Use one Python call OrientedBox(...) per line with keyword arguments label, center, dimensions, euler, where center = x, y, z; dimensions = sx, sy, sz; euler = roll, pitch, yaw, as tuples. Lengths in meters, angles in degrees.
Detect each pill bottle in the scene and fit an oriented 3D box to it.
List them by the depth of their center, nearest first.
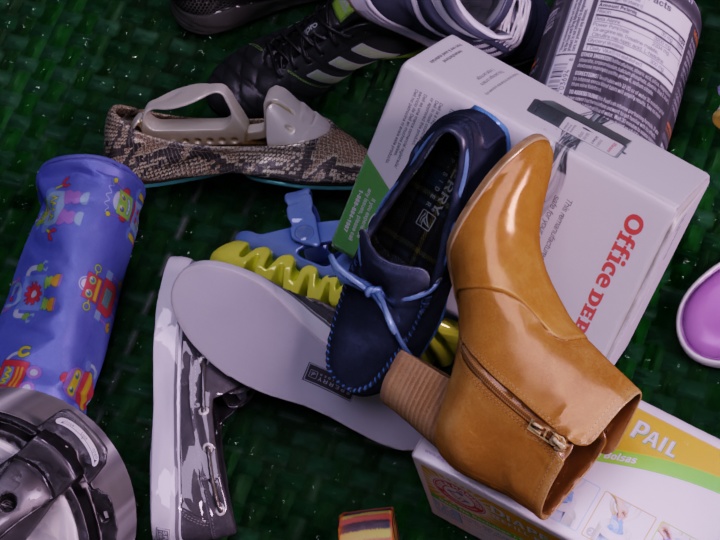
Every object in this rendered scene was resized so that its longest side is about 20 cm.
OrientedBox(label="pill bottle", center=(0.173, -0.139, 1.474), dimensions=(0.106, 0.106, 0.200), euler=(14, 66, 15))

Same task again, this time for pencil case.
OrientedBox(label="pencil case", center=(-0.208, 0.019, 1.468), dimensions=(0.087, 0.078, 0.200), euler=(-5, 61, 34))

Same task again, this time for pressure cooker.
OrientedBox(label="pressure cooker", center=(-0.231, 0.162, 1.305), dimensions=(0.178, 0.200, 0.176), euler=(3, 94, 3))

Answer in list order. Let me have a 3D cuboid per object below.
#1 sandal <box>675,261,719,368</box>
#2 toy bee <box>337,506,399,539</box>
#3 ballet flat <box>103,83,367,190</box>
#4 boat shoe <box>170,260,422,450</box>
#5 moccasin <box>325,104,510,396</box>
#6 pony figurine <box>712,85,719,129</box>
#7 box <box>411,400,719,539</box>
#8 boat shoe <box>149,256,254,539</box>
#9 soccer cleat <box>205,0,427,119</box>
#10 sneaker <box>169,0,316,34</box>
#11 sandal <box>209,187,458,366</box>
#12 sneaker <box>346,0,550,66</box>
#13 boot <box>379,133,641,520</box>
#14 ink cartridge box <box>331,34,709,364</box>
OrientedBox(label="sandal", center=(0.304, 0.003, 1.415), dimensions=(0.202, 0.050, 0.083), euler=(-19, 62, -1))
OrientedBox(label="toy bee", center=(0.017, 0.228, 1.313), dimensions=(0.131, 0.109, 0.200), euler=(-26, 63, -7))
OrientedBox(label="ballet flat", center=(-0.086, -0.095, 1.503), dimensions=(0.200, 0.075, 0.068), euler=(1, 26, 10))
OrientedBox(label="boat shoe", center=(-0.032, 0.053, 1.410), dimensions=(0.200, 0.057, 0.069), euler=(30, 110, 0))
OrientedBox(label="moccasin", center=(0.021, -0.013, 1.318), dimensions=(0.080, 0.068, 0.200), euler=(27, 108, 21))
OrientedBox(label="pony figurine", center=(0.321, -0.163, 1.457), dimensions=(0.193, 0.167, 0.200), euler=(36, 67, -11))
OrientedBox(label="box", center=(0.145, 0.137, 1.336), dimensions=(0.200, 0.113, 0.101), euler=(27, 71, 21))
OrientedBox(label="boat shoe", center=(-0.103, 0.085, 1.425), dimensions=(0.066, 0.070, 0.200), euler=(0, 64, 2))
OrientedBox(label="soccer cleat", center=(-0.021, -0.168, 1.531), dimensions=(0.200, 0.081, 0.068), euler=(-21, 62, -2))
OrientedBox(label="sneaker", center=(-0.051, -0.250, 1.560), dimensions=(0.199, 0.114, 0.076), euler=(-20, 63, -6))
OrientedBox(label="sandal", center=(0.000, 0.000, 1.449), dimensions=(0.200, 0.080, 0.087), euler=(22, 65, 16))
OrientedBox(label="sneaker", center=(0.092, -0.178, 1.452), dimensions=(0.108, 0.200, 0.070), euler=(7, 87, 44))
OrientedBox(label="boot", center=(0.111, 0.034, 1.271), dimensions=(0.144, 0.071, 0.201), euler=(30, 97, 28))
OrientedBox(label="ink cartridge box", center=(0.102, -0.038, 1.374), dimensions=(0.200, 0.147, 0.083), euler=(31, 29, 13))
